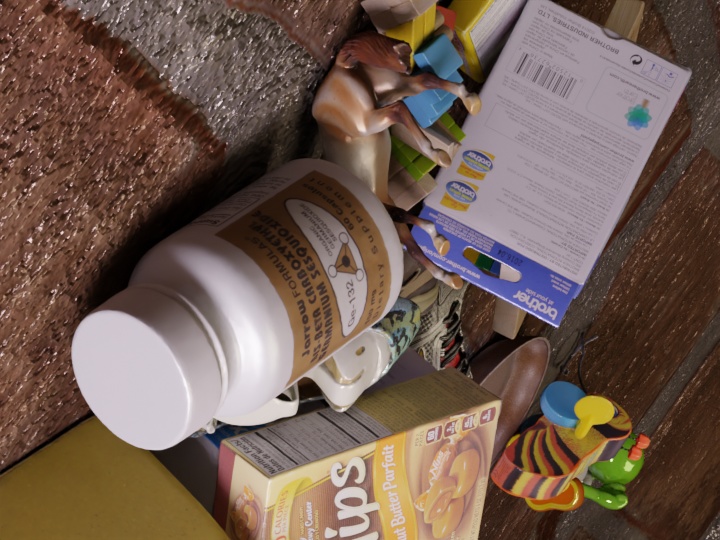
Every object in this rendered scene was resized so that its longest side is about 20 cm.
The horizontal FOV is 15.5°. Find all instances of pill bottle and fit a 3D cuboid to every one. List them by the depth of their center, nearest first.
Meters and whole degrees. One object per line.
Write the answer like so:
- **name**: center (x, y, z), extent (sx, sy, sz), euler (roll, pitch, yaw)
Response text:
- **pill bottle**: center (-0.073, 0.021, 1.561), extent (0.200, 0.114, 0.115), euler (-35, 153, -45)

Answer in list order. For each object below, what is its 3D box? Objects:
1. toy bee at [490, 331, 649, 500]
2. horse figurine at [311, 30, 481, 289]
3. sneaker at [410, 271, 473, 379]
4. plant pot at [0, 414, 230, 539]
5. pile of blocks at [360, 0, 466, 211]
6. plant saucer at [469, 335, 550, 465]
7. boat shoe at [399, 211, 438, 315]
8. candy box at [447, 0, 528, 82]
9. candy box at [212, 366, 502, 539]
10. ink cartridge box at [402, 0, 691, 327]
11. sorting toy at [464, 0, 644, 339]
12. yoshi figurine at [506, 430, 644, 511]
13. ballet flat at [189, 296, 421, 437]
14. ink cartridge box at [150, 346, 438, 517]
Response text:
- **toy bee**: center (0.205, 0.144, 2.396), extent (0.200, 0.108, 0.131), euler (-55, 172, -25)
- **horse figurine**: center (0.009, -0.072, 1.626), extent (0.050, 0.132, 0.201), euler (-33, 139, -39)
- **sneaker**: center (0.057, 0.062, 1.997), extent (0.078, 0.082, 0.201), euler (-35, 152, -45)
- **plant pot**: center (-0.163, 0.246, 1.598), extent (0.195, 0.200, 0.195), euler (-33, 152, -46)
- **pile of blocks**: center (0.043, -0.119, 1.655), extent (0.062, 0.082, 0.201), euler (-43, 158, -31)
- **plant saucer**: center (0.093, 0.133, 2.287), extent (0.200, 0.032, 0.201), euler (-46, 160, -22)
- **boat shoe**: center (0.000, 0.000, 1.793), extent (0.200, 0.074, 0.074), euler (-31, 139, -65)
- **candy box**: center (0.126, -0.223, 1.763), extent (0.200, 0.026, 0.102), euler (-53, 161, -7)
- **candy box**: center (-0.004, 0.145, 1.705), extent (0.199, 0.055, 0.116), euler (-17, 125, -39)
- **ink cartridge box**: center (0.121, -0.069, 1.732), extent (0.201, 0.119, 0.042), euler (-62, 176, -17)
- **sorting toy**: center (0.122, -0.079, 1.862), extent (0.199, 0.069, 0.201), euler (89, 25, -72)
- **yoshi figurine**: center (0.216, 0.180, 2.555), extent (0.113, 0.112, 0.200), euler (-64, 163, 8)
- **ballet flat**: center (-0.040, 0.066, 1.666), extent (0.199, 0.074, 0.074), euler (-13, 143, -23)
- **ink cartridge box**: center (-0.045, 0.137, 1.771), extent (0.199, 0.084, 0.147), euler (-16, 129, -37)
